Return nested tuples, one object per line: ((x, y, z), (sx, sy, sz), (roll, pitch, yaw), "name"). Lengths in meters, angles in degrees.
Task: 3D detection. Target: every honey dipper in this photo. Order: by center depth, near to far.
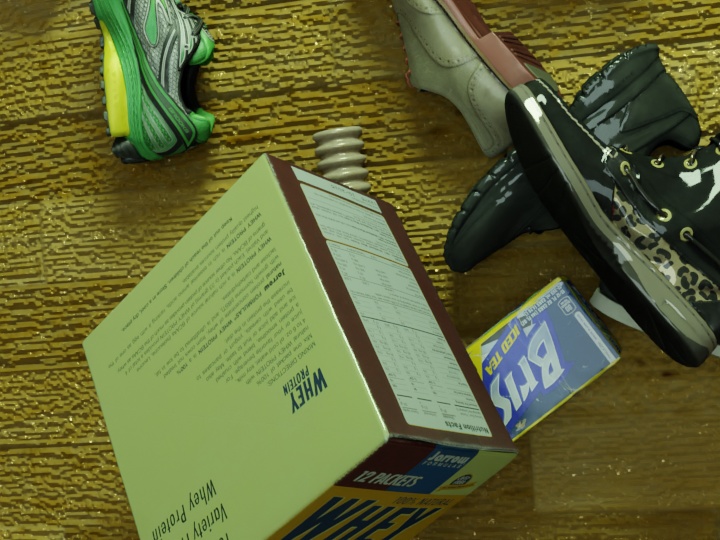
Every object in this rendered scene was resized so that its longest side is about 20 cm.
((0.000, 0.000, 0.810), (0.037, 0.038, 0.204), (-10, 91, 13), "honey dipper")

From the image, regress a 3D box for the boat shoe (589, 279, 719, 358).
((0.252, 0.030, 0.732), (0.197, 0.072, 0.069), (24, 97, 15), "boat shoe")

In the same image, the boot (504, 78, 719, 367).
((0.195, -0.062, 0.694), (0.150, 0.073, 0.201), (-36, 82, -4), "boot")

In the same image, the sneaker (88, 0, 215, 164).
((-0.147, -0.184, 0.828), (0.084, 0.078, 0.204), (-6, 99, 6), "sneaker")

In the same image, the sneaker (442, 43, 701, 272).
((0.141, -0.058, 0.758), (0.199, 0.076, 0.091), (-41, 89, 13), "sneaker")

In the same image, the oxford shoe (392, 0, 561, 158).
((0.046, -0.164, 0.779), (0.075, 0.070, 0.201), (-47, 73, 23), "oxford shoe")

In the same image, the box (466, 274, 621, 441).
((0.082, 0.091, 0.777), (0.199, 0.064, 0.070), (-40, 82, 12), "box")

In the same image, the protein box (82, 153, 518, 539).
((-0.045, 0.080, 0.715), (0.198, 0.134, 0.202), (-42, 56, 25), "protein box")
